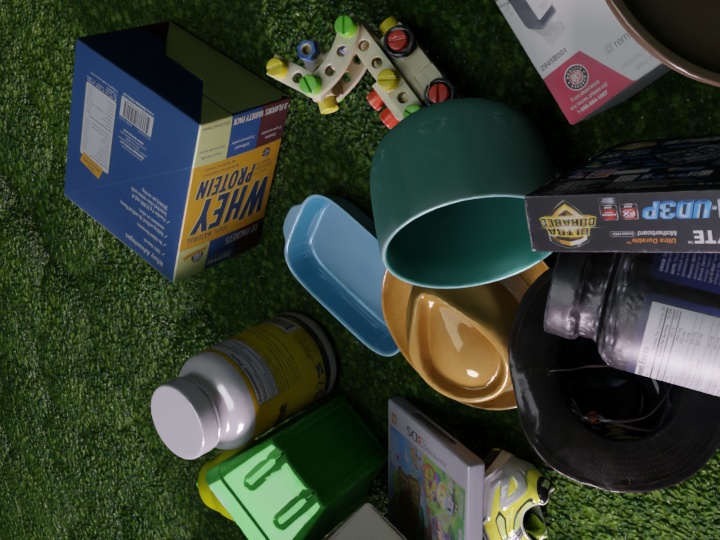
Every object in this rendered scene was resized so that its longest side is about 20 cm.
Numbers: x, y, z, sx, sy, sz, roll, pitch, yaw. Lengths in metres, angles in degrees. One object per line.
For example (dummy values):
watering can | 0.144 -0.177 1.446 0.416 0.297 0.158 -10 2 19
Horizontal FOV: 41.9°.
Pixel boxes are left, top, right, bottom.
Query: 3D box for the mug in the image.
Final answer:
mug | 0.093 -0.065 0.788 0.152 0.185 0.115 -24 59 27

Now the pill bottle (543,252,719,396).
pill bottle | 0.246 0.031 0.707 0.199 0.112 0.112 15 120 18

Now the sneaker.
sneaker | 0.148 0.280 0.969 0.076 0.075 0.201 21 126 27

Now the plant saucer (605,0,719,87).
plant saucer | 0.231 -0.207 0.603 0.200 0.200 0.029 59 163 3

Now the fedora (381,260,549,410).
fedora | 0.098 0.056 0.873 0.200 0.082 0.201 10 117 20

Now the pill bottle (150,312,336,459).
pill bottle | -0.129 0.129 1.049 0.112 0.200 0.113 18 119 36

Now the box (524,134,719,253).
box | 0.242 -0.058 0.668 0.200 0.159 0.046 1 111 41

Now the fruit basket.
fruit basket | -0.094 0.246 1.074 0.156 0.215 0.216 50 134 11

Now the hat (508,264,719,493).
hat | 0.217 0.086 0.804 0.201 0.200 0.081 50 177 12

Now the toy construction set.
toy construction set | 0.019 -0.152 0.865 0.131 0.092 0.200 -38 94 16

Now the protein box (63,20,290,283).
protein box | -0.210 -0.135 1.045 0.198 0.135 0.200 35 129 24

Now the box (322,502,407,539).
box | -0.024 0.351 1.004 0.109 0.128 0.200 45 147 8

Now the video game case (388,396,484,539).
video game case | 0.074 0.256 0.984 0.182 0.022 0.201 -150 56 -63

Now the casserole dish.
casserole dish | 0.000 0.000 0.993 0.200 0.039 0.121 42 131 18

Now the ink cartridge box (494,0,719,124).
ink cartridge box | 0.172 -0.233 0.690 0.200 0.085 0.146 61 144 4
